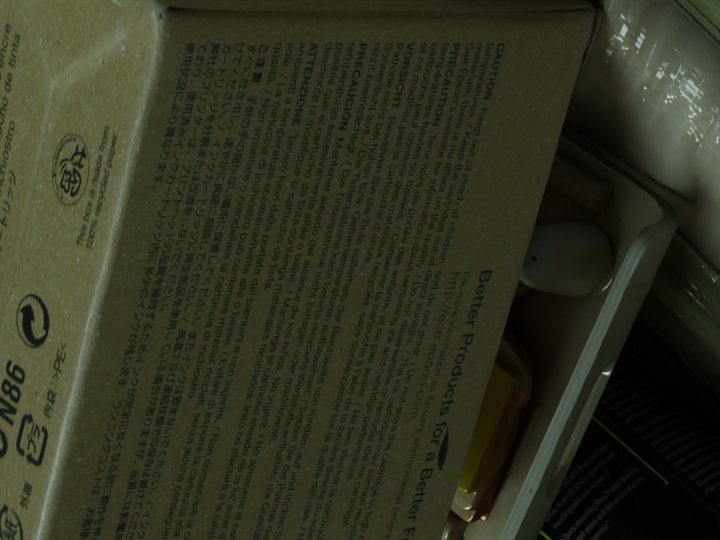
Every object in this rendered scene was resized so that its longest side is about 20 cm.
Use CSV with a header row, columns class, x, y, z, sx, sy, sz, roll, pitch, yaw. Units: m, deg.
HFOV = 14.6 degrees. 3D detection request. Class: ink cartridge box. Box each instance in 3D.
class,x,y,z,sx,sy,sz,roll,pitch,yaw
ink cartridge box,-0.035,0.004,0.812,0.075,0.164,0.201,33,116,41

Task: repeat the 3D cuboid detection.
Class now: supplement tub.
class,x,y,z,sx,sy,sz,roll,pitch,yaw
supplement tub,0.079,0.097,0.984,0.200,0.122,0.123,42,165,24

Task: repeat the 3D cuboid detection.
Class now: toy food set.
class,x,y,z,sx,sy,sz,roll,pitch,yaw
toy food set,0.002,0.004,0.920,0.060,0.144,0.200,0,-151,-46
